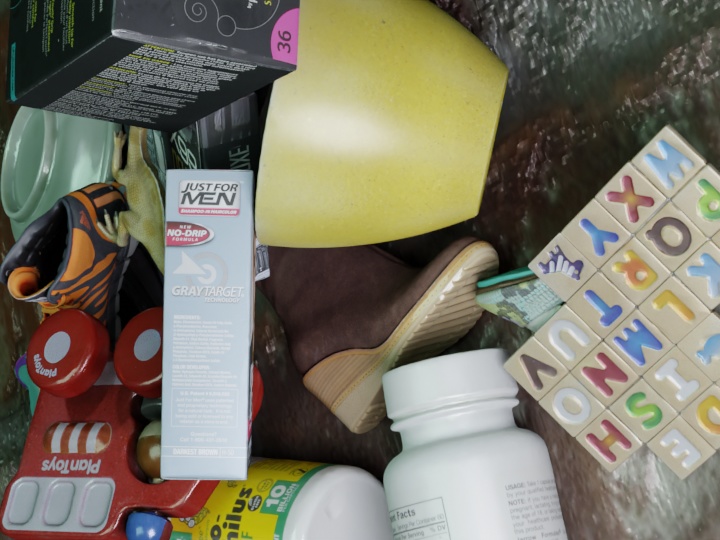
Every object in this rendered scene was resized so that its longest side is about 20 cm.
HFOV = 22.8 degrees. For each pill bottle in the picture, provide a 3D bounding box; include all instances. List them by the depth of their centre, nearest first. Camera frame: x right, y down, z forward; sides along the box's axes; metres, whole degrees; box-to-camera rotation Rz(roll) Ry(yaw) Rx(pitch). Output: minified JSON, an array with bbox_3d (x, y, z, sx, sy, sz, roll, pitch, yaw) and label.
[{"bbox_3d":[0.076,0.159,1.184,0.114,0.114,0.202,-20,76,41],"label":"pill bottle"},{"bbox_3d":[-0.078,0.195,1.329,0.199,0.112,0.114,0,90,43],"label":"pill bottle"}]

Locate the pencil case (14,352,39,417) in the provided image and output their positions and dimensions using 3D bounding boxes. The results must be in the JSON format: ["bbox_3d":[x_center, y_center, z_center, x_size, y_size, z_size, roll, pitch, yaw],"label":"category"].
[{"bbox_3d":[-0.228,0.161,1.488,0.092,0.085,0.201,-31,69,42],"label":"pencil case"}]

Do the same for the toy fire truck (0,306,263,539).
[{"bbox_3d":[-0.168,0.125,1.313,0.199,0.112,0.169,-2,66,31],"label":"toy fire truck"}]

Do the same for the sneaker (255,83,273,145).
[{"bbox_3d":[-0.041,-0.190,1.313,0.129,0.079,0.201,-5,77,51],"label":"sneaker"}]

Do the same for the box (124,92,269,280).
[{"bbox_3d":[-0.130,-0.103,1.343,0.200,0.049,0.159,-128,28,-48],"label":"box"}]

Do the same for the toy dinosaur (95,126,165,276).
[{"bbox_3d":[-0.152,-0.035,1.295,0.101,0.058,0.202,173,82,-70],"label":"toy dinosaur"}]

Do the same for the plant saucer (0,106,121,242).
[{"bbox_3d":[-0.261,-0.091,1.498,0.200,0.050,0.202,-28,57,55],"label":"plant saucer"}]

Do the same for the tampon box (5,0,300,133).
[{"bbox_3d":[-0.133,-0.187,1.138,0.200,0.125,0.151,-14,72,60],"label":"tampon box"}]

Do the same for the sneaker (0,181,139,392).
[{"bbox_3d":[-0.239,0.029,1.387,0.077,0.112,0.202,19,108,24],"label":"sneaker"}]

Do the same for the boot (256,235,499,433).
[{"bbox_3d":[0.000,0.000,1.281,0.200,0.072,0.167,-52,60,35],"label":"boot"}]

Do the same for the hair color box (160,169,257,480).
[{"bbox_3d":[-0.101,0.035,1.200,0.099,0.060,0.202,176,95,-87],"label":"hair color box"}]

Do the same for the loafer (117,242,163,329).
[{"bbox_3d":[-0.171,0.068,1.448,0.072,0.063,0.201,-40,64,34],"label":"loafer"}]

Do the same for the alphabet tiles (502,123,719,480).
[{"bbox_3d":[0.184,0.033,1.104,0.167,0.008,0.200,44,122,2],"label":"alphabet tiles"}]

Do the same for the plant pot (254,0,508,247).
[{"bbox_3d":[0.021,-0.102,1.197,0.141,0.200,0.202,12,101,5],"label":"plant pot"}]

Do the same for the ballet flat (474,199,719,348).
[{"bbox_3d":[0.158,0.009,1.144,0.199,0.069,0.072,-26,85,38],"label":"ballet flat"}]
